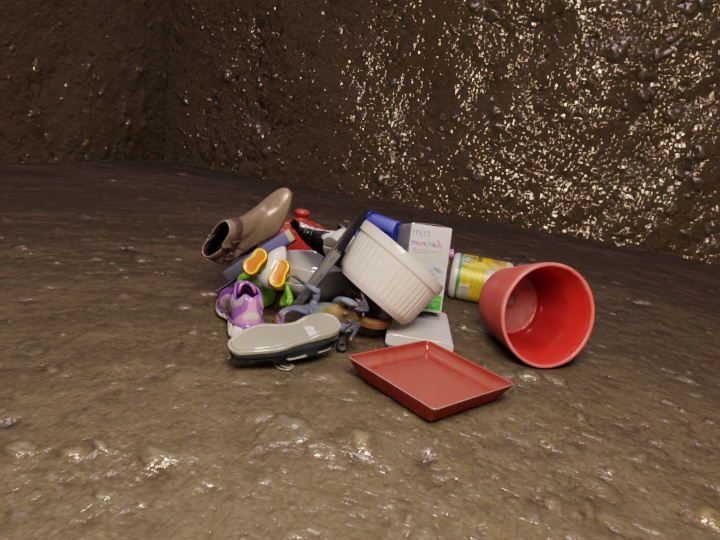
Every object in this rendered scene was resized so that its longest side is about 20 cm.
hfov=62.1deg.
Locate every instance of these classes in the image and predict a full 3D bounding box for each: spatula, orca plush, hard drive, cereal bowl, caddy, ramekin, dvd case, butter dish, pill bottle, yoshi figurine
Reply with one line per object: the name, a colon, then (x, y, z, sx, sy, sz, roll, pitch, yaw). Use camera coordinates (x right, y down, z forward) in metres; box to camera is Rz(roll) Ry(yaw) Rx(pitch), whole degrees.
spatula: (-0.031, 0.112, 1.155, 0.055, 0.021, 0.200, 10, 14, 0)
orca plush: (-0.073, -0.054, 1.331, 0.196, 0.105, 0.072, 30, 50, -12)
hard drive: (0.117, 0.117, 1.212, 0.127, 0.026, 0.200, 9, 14, 2)
cereal bowl: (-0.107, 0.017, 1.361, 0.193, 0.086, 0.201, 8, 14, -2)
caddy: (0.038, -0.046, 1.470, 0.103, 0.204, 0.142, 18, 50, 28)
ramekin: (0.052, 0.010, 1.135, 0.199, 0.106, 0.200, 39, 1, 0)
dvd case: (-0.059, -0.021, 1.150, 0.017, 0.201, 0.144, 35, 44, -5)
butter dish: (-0.166, -0.093, 1.628, 0.194, 0.153, 0.199, 11, 15, 12)
pill bottle: (0.325, 0.028, 1.506, 0.194, 0.117, 0.113, 11, 14, 13)
yoshi figurine: (-0.188, 0.027, 1.188, 0.109, 0.116, 0.200, -15, -8, -7)

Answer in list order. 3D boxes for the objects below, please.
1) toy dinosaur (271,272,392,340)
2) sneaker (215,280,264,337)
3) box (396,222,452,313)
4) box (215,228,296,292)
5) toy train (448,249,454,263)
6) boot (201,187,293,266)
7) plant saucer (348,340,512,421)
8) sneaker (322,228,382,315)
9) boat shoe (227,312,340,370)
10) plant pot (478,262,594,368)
toy dinosaur: (-0.071, 0.095, 1.111, 0.178, 0.108, 0.199, -6, -31, 42)
sneaker: (-0.221, 0.058, 1.120, 0.078, 0.092, 0.199, 0, 15, -24)
box: (0.128, -0.010, 1.334, 0.093, 0.183, 0.200, 8, 1, -4)
box: (-0.226, -0.023, 1.274, 0.197, 0.033, 0.121, -35, 5, -3)
toy train: (0.163, -0.046, 1.566, 0.146, 0.201, 0.057, 13, 55, -11)
boot: (-0.232, -0.090, 1.214, 0.070, 0.202, 0.145, 43, 17, 16)
plant saucer: (0.109, 0.175, 0.957, 0.196, 0.038, 0.197, -4, 18, -41)
sneaker: (0.000, 0.000, 1.275, 0.069, 0.204, 0.080, -20, 15, 40)
boat shoe: (-0.123, 0.120, 0.975, 0.196, 0.063, 0.075, -14, 40, -36)
plant pot: (0.334, 0.075, 1.199, 0.194, 0.208, 0.177, 5, 5, -13)
